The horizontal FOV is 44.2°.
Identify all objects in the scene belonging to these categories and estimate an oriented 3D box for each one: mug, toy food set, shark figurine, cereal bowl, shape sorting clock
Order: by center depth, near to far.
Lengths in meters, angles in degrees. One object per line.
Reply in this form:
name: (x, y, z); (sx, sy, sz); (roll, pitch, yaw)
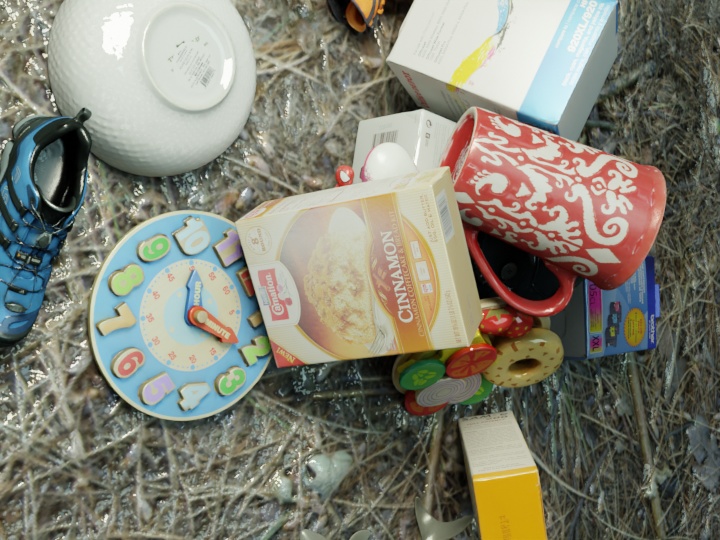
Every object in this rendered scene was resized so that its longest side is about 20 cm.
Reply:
cereal bowl: (-0.175, -0.189, 0.810); (0.199, 0.083, 0.202); (1, 88, -39)
shape sorting clock: (-0.161, 0.043, 0.848); (0.199, 0.039, 0.202); (1, 89, -40)
mug: (0.175, -0.057, 0.881); (0.199, 0.133, 0.179); (21, 80, -10)
shark figurine: (0.033, 0.336, 0.979); (0.213, 0.089, 0.129); (-1, 92, -38)
toy food set: (0.128, 0.102, 1.010); (0.200, 0.197, 0.049); (48, 17, -55)

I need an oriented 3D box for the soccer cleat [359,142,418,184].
soccer cleat: (0.056, -0.031, 0.891); (0.070, 0.086, 0.201); (-28, 124, -25)

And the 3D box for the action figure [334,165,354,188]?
action figure: (-0.006, -0.014, 0.942); (0.065, 0.099, 0.202); (6, 84, -42)

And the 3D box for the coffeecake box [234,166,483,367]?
coffeecake box: (0.000, 0.000, 0.845); (0.073, 0.199, 0.155); (-46, 124, -62)

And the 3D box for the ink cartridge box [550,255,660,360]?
ink cartridge box: (0.348, 0.048, 1.247); (0.199, 0.076, 0.138); (-3, 92, -41)

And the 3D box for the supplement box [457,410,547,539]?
supplement box: (0.163, 0.254, 1.017); (0.073, 0.200, 0.127); (-10, 99, 3)

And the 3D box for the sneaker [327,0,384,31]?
sneaker: (0.027, -0.315, 0.992); (0.199, 0.077, 0.113); (13, 96, -44)

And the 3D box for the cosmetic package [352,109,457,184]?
cosmetic package: (0.100, -0.113, 1.019); (0.199, 0.112, 0.082); (15, 81, -37)

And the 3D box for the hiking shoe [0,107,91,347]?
hiking shoe: (-0.273, -0.036, 0.724); (0.074, 0.086, 0.202); (15, 80, -38)

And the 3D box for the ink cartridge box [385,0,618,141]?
ink cartridge box: (0.157, -0.232, 0.965); (0.145, 0.199, 0.147); (-64, 162, -1)

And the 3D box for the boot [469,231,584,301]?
boot: (0.187, -0.036, 0.989); (0.168, 0.077, 0.200); (25, 111, -37)
